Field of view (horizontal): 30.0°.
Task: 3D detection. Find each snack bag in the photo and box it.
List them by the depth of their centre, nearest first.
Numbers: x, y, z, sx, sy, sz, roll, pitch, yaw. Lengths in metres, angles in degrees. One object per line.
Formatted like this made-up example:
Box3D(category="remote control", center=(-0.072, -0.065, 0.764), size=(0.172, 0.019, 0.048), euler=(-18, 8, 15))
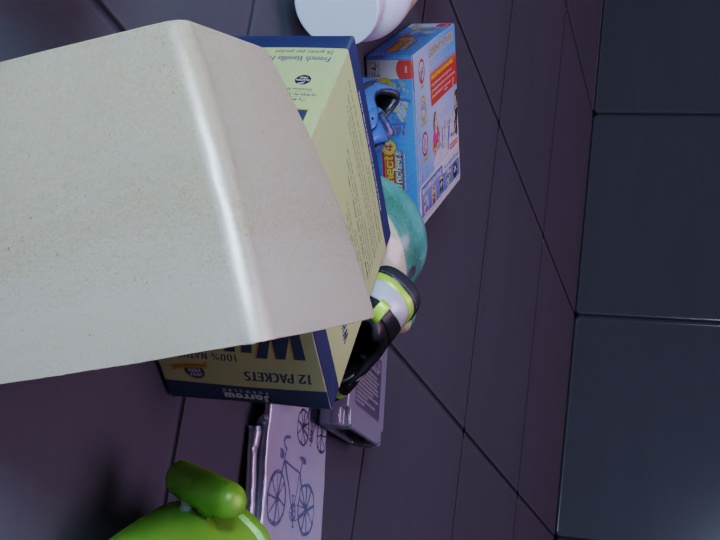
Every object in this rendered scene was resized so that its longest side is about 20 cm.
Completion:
Box3D(category="snack bag", center=(-0.066, 0.162, 1.259), size=(0.189, 0.021, 0.203), euler=(43, 49, -69))

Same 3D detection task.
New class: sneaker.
Box3D(category="sneaker", center=(-0.023, 0.067, 1.145), size=(0.083, 0.072, 0.200), euler=(-49, 177, -43))
Box3D(category="sneaker", center=(-0.014, -0.129, 1.293), size=(0.201, 0.077, 0.067), euler=(-63, 153, -50))

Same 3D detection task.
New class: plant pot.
Box3D(category="plant pot", center=(-0.122, -0.039, 0.790), size=(0.199, 0.197, 0.180), euler=(-6, 87, -72))

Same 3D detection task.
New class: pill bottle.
Box3D(category="pill bottle", center=(0.006, -0.284, 1.274), size=(0.200, 0.111, 0.113), euler=(-59, 147, -56))

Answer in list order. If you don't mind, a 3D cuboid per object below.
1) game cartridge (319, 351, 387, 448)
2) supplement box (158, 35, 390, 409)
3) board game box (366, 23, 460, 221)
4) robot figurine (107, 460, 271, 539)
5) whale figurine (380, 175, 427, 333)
Box3D(category="game cartridge", center=(-0.006, 0.106, 1.386), size=(0.200, 0.041, 0.135), euler=(53, 35, -72))
Box3D(category="supplement box", center=(-0.074, -0.038, 1.012), size=(0.201, 0.132, 0.202), euler=(-71, 156, -44))
Box3D(category="board game box", center=(0.065, -0.174, 1.575), size=(0.200, 0.055, 0.198), euler=(-48, 138, -64))
Box3D(category="robot figurine", center=(-0.125, 0.223, 0.917), size=(0.200, 0.114, 0.178), euler=(-16, 110, -72))
Box3D(category="whale figurine", center=(0.000, 0.000, 1.228), size=(0.103, 0.159, 0.202), euler=(-31, 143, -35))
